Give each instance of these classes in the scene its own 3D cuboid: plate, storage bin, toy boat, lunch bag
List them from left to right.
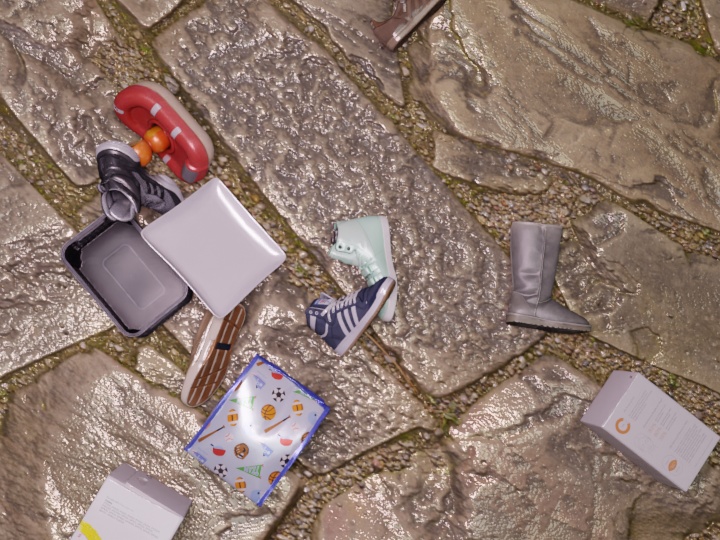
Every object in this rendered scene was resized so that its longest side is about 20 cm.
[{"bbox_3d":[-0.404,0.007,1.272,0.135,0.094,0.200,-40,90,-9],"label":"storage bin"},{"bbox_3d":[-0.361,-0.228,1.272,0.200,0.131,0.131,48,60,0],"label":"toy boat"},{"bbox_3d":[-0.257,-0.039,1.286,0.200,0.032,0.200,48,49,-6],"label":"plate"},{"bbox_3d":[-0.173,0.269,1.262,0.170,0.124,0.200,36,89,-1],"label":"lunch bag"}]

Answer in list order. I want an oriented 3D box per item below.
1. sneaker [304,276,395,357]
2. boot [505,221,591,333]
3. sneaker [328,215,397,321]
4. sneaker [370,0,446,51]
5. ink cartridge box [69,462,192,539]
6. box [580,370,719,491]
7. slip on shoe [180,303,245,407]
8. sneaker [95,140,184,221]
[{"bbox_3d":[-0.025,0.061,1.283,0.108,0.200,0.070,38,37,4],"label":"sneaker"},{"bbox_3d":[0.364,0.014,1.390,0.181,0.073,0.201,12,76,-8],"label":"boot"},{"bbox_3d":[0.000,0.000,1.332,0.118,0.074,0.201,-4,75,-14],"label":"sneaker"},{"bbox_3d":[0.104,-0.516,1.401,0.076,0.070,0.200,44,80,0],"label":"sneaker"},{"bbox_3d":[-0.394,0.446,1.202,0.144,0.145,0.200,30,82,-4],"label":"ink cartridge box"},{"bbox_3d":[0.540,0.297,1.363,0.200,0.097,0.125,38,81,-3],"label":"box"},{"bbox_3d":[-0.273,0.142,1.295,0.060,0.076,0.201,21,90,35],"label":"slip on shoe"},{"bbox_3d":[-0.374,-0.120,1.226,0.075,0.200,0.114,-16,56,20],"label":"sneaker"}]
